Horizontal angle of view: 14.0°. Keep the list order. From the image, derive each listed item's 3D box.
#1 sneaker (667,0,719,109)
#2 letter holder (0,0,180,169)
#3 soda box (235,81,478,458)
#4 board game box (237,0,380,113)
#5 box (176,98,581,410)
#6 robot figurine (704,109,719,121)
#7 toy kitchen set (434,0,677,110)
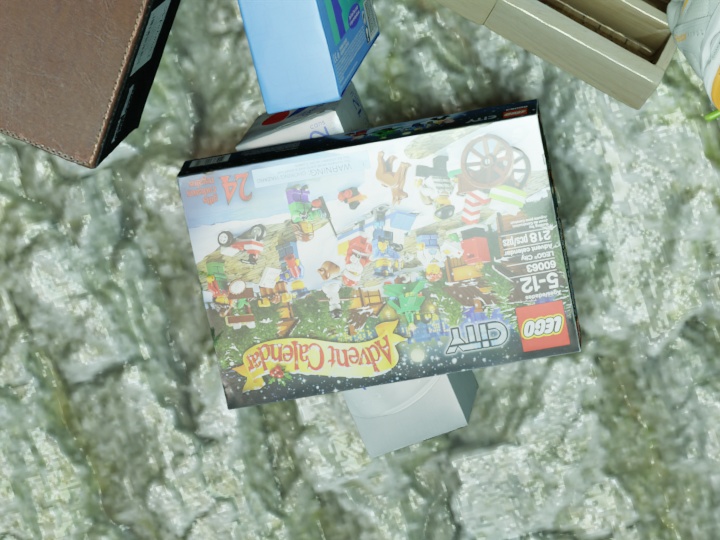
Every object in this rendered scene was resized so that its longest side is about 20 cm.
[{"bbox_3d":[0.210,-0.183,1.489,0.076,0.092,0.200,10,117,-35],"label":"sneaker"},{"bbox_3d":[-0.169,-0.182,1.618,0.142,0.101,0.200,22,109,3],"label":"letter holder"},{"bbox_3d":[0.000,0.000,1.667,0.063,0.068,0.200,-20,104,14],"label":"soda box"},{"bbox_3d":[-0.042,-0.200,1.565,0.045,0.152,0.200,-10,105,12],"label":"board game box"},{"bbox_3d":[0.012,-0.008,1.607,0.200,0.038,0.137,-10,105,7],"label":"box"},{"bbox_3d":[0.290,-0.082,1.573,0.200,0.116,0.176,19,117,2],"label":"robot figurine"},{"bbox_3d":[0.127,-0.227,1.536,0.180,0.200,0.163,29,68,-2],"label":"toy kitchen set"}]
